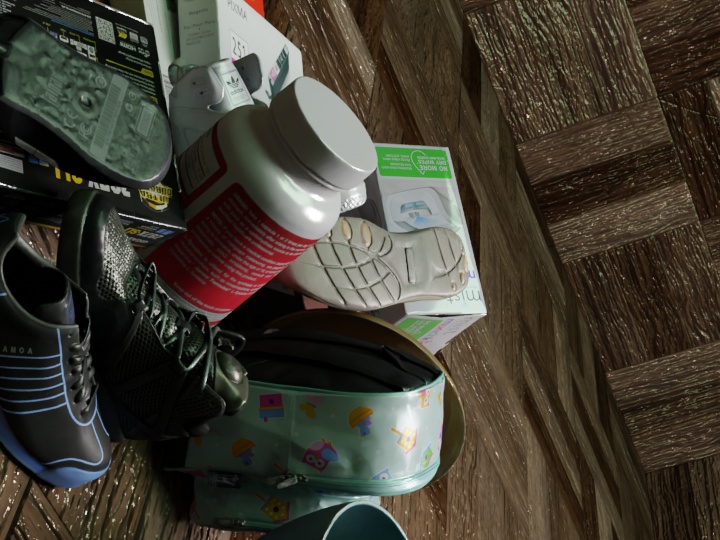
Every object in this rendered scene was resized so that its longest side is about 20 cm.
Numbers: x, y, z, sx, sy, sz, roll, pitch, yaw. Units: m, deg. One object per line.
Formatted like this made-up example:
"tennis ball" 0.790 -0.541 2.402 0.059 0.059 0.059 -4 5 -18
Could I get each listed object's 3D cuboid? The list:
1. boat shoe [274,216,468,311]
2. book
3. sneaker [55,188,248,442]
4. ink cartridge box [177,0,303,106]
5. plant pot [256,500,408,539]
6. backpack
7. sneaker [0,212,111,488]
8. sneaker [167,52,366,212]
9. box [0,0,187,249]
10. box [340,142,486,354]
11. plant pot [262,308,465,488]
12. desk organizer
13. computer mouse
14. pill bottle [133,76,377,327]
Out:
"boat shoe" 0.000 0.000 1.194 0.199 0.072 0.076 6 78 -43
"book" -0.152 -0.172 1.330 0.200 0.048 0.134 15 61 -71
"sneaker" -0.129 0.032 0.944 0.076 0.114 0.200 -76 164 -52
"ink cartridge box" -0.109 -0.228 1.366 0.200 0.043 0.174 30 54 -67
"plant pot" -0.047 0.265 1.007 0.200 0.134 0.201 39 46 -55
"backpack" -0.035 0.121 1.116 0.176 0.199 0.154 -14 101 -77
"sneaker" -0.188 0.051 0.878 0.070 0.078 0.200 -89 156 -50
"sneaker" -0.083 -0.106 1.165 0.075 0.199 0.115 -24 119 -48
"box" -0.203 -0.108 0.967 0.200 0.049 0.160 13 63 -56
"box" 0.020 0.000 1.437 0.096 0.200 0.177 1 67 -29
"plant pot" -0.006 0.106 1.233 0.201 0.199 0.028 65 31 -27
"desk organizer" -0.051 0.022 1.264 0.077 0.071 0.201 -45 138 -40
"computer mouse" -0.199 -0.133 0.901 0.200 0.046 0.141 28 52 -34
"pill bottle" -0.088 -0.046 1.072 0.112 0.200 0.112 40 26 -25
